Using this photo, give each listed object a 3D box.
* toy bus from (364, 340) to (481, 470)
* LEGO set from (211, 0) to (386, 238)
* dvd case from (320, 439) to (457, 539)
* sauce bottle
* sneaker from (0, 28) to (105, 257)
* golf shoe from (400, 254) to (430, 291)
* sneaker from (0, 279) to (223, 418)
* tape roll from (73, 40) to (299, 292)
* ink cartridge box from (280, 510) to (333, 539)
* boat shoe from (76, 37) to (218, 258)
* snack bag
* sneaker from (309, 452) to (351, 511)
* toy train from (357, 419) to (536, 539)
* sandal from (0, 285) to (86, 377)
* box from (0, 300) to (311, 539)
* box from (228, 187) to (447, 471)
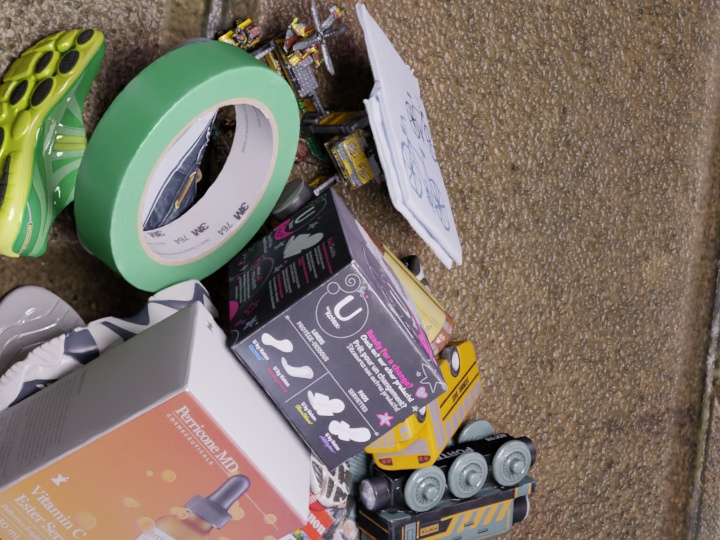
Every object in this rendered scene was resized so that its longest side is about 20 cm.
[{"bbox_3d":[0.051,0.122,1.350,0.200,0.064,0.079,-43,124,-63],"label":"toy bus"},{"bbox_3d":[-0.056,-0.123,1.287,0.153,0.116,0.202,-28,109,-27],"label":"LEGO set"},{"bbox_3d":[0.019,0.241,1.427,0.145,0.022,0.202,27,82,-31],"label":"dvd case"},{"bbox_3d":[0.000,0.000,1.290,0.200,0.066,0.066,46,71,-23],"label":"sauce bottle"},{"bbox_3d":[-0.257,-0.104,1.202,0.084,0.074,0.202,38,69,-56],"label":"sneaker"},{"bbox_3d":[-0.019,0.025,1.358,0.199,0.072,0.093,2,82,-40],"label":"golf shoe"},{"bbox_3d":[-0.184,0.106,1.162,0.198,0.080,0.130,-25,78,-25],"label":"sneaker"},{"bbox_3d":[-0.133,-0.080,1.161,0.200,0.048,0.201,-37,148,-29],"label":"tape roll"},{"bbox_3d":[-0.084,0.222,1.308,0.200,0.109,0.050,-49,118,-19],"label":"ink cartridge box"},{"bbox_3d":[-0.160,-0.095,1.233,0.201,0.071,0.091,-59,156,3],"label":"boat shoe"},{"bbox_3d":[0.039,-0.118,1.299,0.189,0.021,0.202,40,35,-66],"label":"snack bag"},{"bbox_3d":[-0.071,0.148,1.268,0.085,0.200,0.077,-37,127,3],"label":"sneaker"},{"bbox_3d":[0.084,0.216,1.411,0.198,0.085,0.115,-10,112,-33],"label":"toy train"},{"bbox_3d":[-0.238,0.107,1.217,0.082,0.050,0.203,-33,83,-24],"label":"sandal"},{"bbox_3d":[-0.158,0.146,1.087,0.199,0.107,0.153,-29,118,18],"label":"box"},{"bbox_3d":[-0.021,0.040,1.158,0.114,0.200,0.133,-35,108,7],"label":"box"}]
